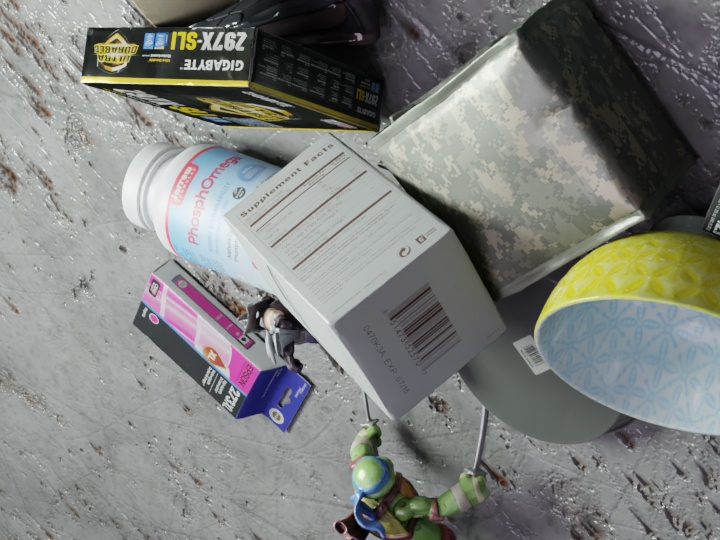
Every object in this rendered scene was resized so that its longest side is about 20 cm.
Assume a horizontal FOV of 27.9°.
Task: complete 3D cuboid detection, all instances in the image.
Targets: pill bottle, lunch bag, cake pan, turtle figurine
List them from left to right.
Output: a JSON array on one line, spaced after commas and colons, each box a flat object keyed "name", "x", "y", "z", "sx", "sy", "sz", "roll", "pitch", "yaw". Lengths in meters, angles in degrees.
[{"name": "pill bottle", "x": -0.114, "y": -0.051, "z": 1.308, "sx": 0.199, "sy": 0.109, "sz": 0.109, "roll": 20, "pitch": 131, "yaw": 29}, {"name": "turtle figurine", "x": 0.061, "y": 0.194, "z": 1.363, "sx": 0.143, "sy": 0.201, "sz": 0.194, "roll": -1, "pitch": 142, "yaw": 16}, {"name": "lunch bag", "x": 0.117, "y": -0.082, "z": 1.078, "sx": 0.200, "sy": 0.118, "sz": 0.164, "roll": -32, "pitch": 97, "yaw": 44}, {"name": "cake pan", "x": 0.152, "y": 0.063, "z": 1.214, "sx": 0.200, "sy": 0.037, "sz": 0.201, "roll": 22, "pitch": 131, "yaw": 28}]

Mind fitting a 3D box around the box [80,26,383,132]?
[{"name": "box", "x": -0.097, "y": -0.149, "z": 1.148, "sx": 0.159, "sy": 0.200, "sz": 0.050, "roll": 7, "pitch": 89, "yaw": 29}]

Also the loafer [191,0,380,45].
[{"name": "loafer", "x": -0.068, "y": -0.195, "z": 1.194, "sx": 0.199, "sy": 0.072, "sz": 0.063, "roll": -9, "pitch": 119, "yaw": 42}]

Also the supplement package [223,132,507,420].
[{"name": "supplement package", "x": 0.000, "y": 0.000, "z": 1.134, "sx": 0.200, "sy": 0.117, "sz": 0.117, "roll": 43, "pitch": 169, "yaw": 52}]

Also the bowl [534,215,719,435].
[{"name": "bowl", "x": 0.235, "y": 0.026, "z": 1.044, "sx": 0.199, "sy": 0.108, "sz": 0.200, "roll": 17, "pitch": 154, "yaw": 9}]

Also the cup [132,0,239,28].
[{"name": "cup", "x": -0.102, "y": -0.293, "z": 1.080, "sx": 0.142, "sy": 0.201, "sz": 0.201, "roll": -12, "pitch": 114, "yaw": 15}]

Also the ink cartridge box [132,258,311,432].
[{"name": "ink cartridge box", "x": -0.145, "y": 0.085, "z": 1.493, "sx": 0.200, "sy": 0.037, "sz": 0.095, "roll": 39, "pitch": 138, "yaw": 9}]

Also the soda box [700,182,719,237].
[{"name": "soda box", "x": 0.285, "y": -0.100, "z": 0.934, "sx": 0.063, "sy": 0.071, "sz": 0.201, "roll": 24, "pitch": 140, "yaw": 13}]

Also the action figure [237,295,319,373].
[{"name": "action figure", "x": -0.024, "y": 0.056, "z": 1.303, "sx": 0.199, "sy": 0.130, "sz": 0.070, "roll": 6, "pitch": 109, "yaw": 29}]
